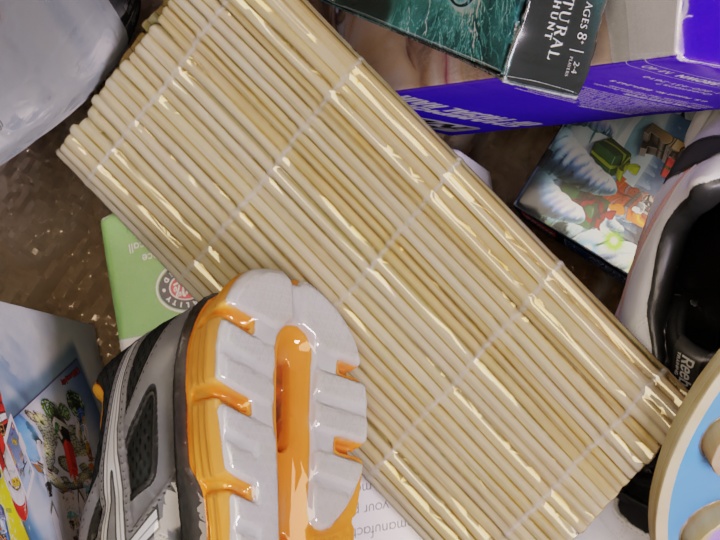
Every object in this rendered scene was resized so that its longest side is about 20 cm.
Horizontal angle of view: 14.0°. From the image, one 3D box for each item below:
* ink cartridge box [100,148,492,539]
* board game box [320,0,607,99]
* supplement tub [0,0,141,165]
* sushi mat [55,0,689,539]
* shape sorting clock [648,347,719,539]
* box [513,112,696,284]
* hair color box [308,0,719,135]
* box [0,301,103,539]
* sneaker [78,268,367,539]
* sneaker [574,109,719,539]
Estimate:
[{"bbox_3d":[-0.003,0.074,0.898,0.116,0.067,0.201,-10,83,9],"label":"ink cartridge box"},{"bbox_3d":[0.019,-0.136,0.830,0.028,0.200,0.136,10,101,-30],"label":"board game box"},{"bbox_3d":[-0.160,-0.129,0.865,0.122,0.123,0.200,-31,124,4],"label":"supplement tub"},{"bbox_3d":[0.000,0.000,0.844,0.200,0.012,0.096,46,121,13],"label":"sushi mat"},{"bbox_3d":[0.175,0.045,0.823,0.199,0.200,0.039,-32,50,4],"label":"shape sorting clock"},{"bbox_3d":[0.156,-0.067,0.903,0.136,0.040,0.201,31,90,8],"label":"box"},{"bbox_3d":[0.059,-0.102,0.844,0.064,0.200,0.110,8,85,-29],"label":"hair color box"},{"bbox_3d":[-0.104,0.079,0.844,0.037,0.200,0.138,-14,83,8],"label":"box"},{"bbox_3d":[-0.044,0.103,0.822,0.077,0.078,0.201,-15,61,42],"label":"sneaker"},{"bbox_3d":[0.093,0.037,0.852,0.073,0.080,0.201,19,118,14],"label":"sneaker"}]
